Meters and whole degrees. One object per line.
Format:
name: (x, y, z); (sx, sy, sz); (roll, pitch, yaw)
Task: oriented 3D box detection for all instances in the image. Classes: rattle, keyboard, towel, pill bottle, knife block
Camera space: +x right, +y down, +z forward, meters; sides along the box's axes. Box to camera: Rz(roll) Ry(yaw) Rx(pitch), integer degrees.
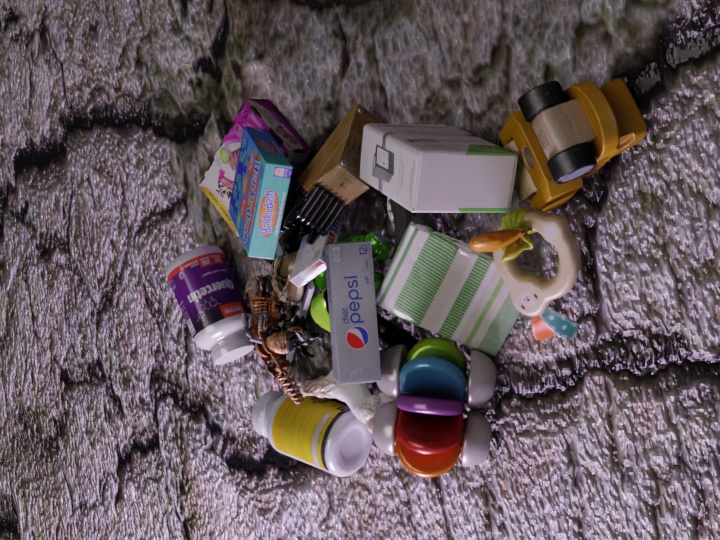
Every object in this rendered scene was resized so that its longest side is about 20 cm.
rattle: (0.218, 0.029, 1.286); (0.130, 0.143, 0.201); (6, 114, 20)
keyboard: (-0.105, 0.073, 1.647); (0.200, 0.011, 0.056); (110, 155, -45)
towel: (0.134, 0.027, 1.390); (0.199, 0.023, 0.153); (21, 118, -8)
pill bottle: (-0.085, 0.264, 1.638); (0.200, 0.112, 0.112); (13, 105, 39)
knife block: (-0.052, -0.140, 1.506); (0.175, 0.064, 0.200); (-29, 35, 43)
pill bottle: (-0.266, 0.063, 1.766); (0.112, 0.112, 0.200); (-37, 73, 38)

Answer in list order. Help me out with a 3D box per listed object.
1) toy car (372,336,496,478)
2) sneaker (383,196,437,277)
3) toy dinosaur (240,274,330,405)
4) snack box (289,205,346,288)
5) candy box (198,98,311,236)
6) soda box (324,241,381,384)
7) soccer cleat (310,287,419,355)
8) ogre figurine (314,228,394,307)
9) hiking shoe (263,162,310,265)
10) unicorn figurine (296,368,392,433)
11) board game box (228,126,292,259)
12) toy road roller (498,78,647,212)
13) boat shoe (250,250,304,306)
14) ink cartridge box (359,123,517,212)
toy car: (0.101, 0.199, 1.407); (0.174, 0.150, 0.201); (5, 96, 11)
sneaker: (0.082, -0.066, 1.442); (0.090, 0.066, 0.201); (-15, 69, 62)
toy dinosaur: (-0.126, 0.105, 1.541); (0.102, 0.135, 0.201); (10, 105, 47)
snack box: (-0.060, -0.061, 1.525); (0.024, 0.200, 0.072); (39, 128, -22)
candy box: (-0.186, -0.177, 1.693); (0.136, 0.061, 0.200); (50, 126, 23)
soda box: (-0.012, 0.059, 1.407); (0.068, 0.063, 0.201); (-168, 73, -81)
soccer cleat: (0.015, 0.091, 1.497); (0.200, 0.068, 0.081); (28, 152, -4)
ogre figurine: (0.000, 0.000, 1.535); (0.200, 0.098, 0.120); (-3, 107, 53)
hiking shoe: (-0.134, -0.097, 1.639); (0.087, 0.074, 0.200); (28, 115, 14)
unicorn figurine: (-0.010, 0.184, 1.549); (0.200, 0.137, 0.074); (38, 158, 44)
board game box: (-0.162, -0.126, 1.547); (0.200, 0.045, 0.153); (-126, 46, -61)
toy road roller: (0.277, -0.169, 1.269); (0.200, 0.146, 0.123); (117, 131, -74)
boat shoe: (-0.136, 0.022, 1.626); (0.201, 0.063, 0.073); (131, 139, -65)
ink cartridge box: (0.101, -0.143, 1.341); (0.200, 0.145, 0.084); (-138, 50, -63)
